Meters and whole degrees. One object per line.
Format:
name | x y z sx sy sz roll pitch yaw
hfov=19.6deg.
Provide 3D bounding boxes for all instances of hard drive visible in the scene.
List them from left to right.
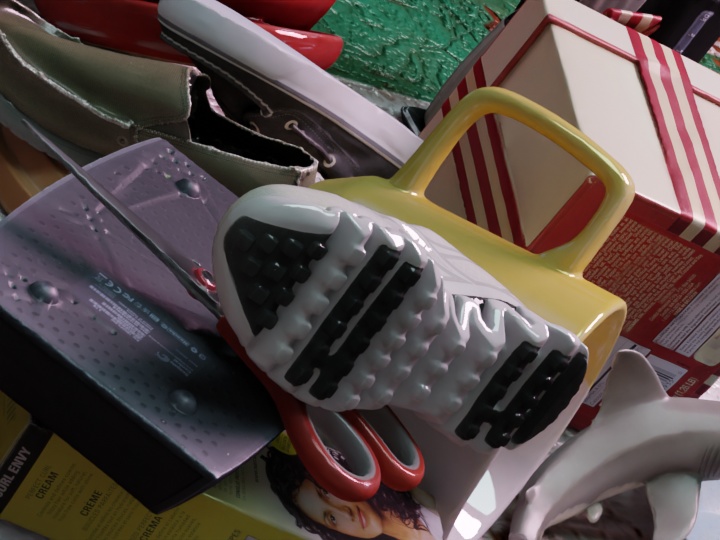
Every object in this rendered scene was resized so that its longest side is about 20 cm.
hard drive | -0.078 0.019 0.826 0.135 0.042 0.200 38 24 2

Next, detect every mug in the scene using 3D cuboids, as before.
mug | 0.032 0.022 0.977 0.153 0.150 0.187 35 66 15

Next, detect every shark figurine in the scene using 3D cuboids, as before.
shark figurine | 0.124 0.089 1.040 0.213 0.090 0.128 -23 35 -34

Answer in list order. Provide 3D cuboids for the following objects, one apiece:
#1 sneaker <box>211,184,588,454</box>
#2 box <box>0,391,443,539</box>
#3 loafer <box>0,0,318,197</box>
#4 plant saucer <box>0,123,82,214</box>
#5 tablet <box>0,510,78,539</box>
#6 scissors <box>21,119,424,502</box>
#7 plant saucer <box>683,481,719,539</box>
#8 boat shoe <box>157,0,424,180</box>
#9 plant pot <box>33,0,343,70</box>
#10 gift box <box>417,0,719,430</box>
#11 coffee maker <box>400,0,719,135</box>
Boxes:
sneaker | 0.005 0.011 0.805 0.200 0.075 0.081 29 18 -49
box | -0.057 0.092 0.837 0.199 0.050 0.075 25 26 -24
loafer | -0.104 -0.079 1.008 0.199 0.070 0.075 32 25 -10
plant saucer | -0.103 -0.041 1.066 0.199 0.032 0.201 29 26 -16
tablet | -0.081 0.095 0.876 0.130 0.014 0.200 37 25 -1
scissors | -0.051 0.013 0.801 0.200 0.014 0.073 47 25 7
plant saucer | 0.229 0.168 1.124 0.200 0.039 0.202 29 26 -16
boat shoe | -0.036 -0.081 1.072 0.199 0.057 0.069 30 5 -44
plant pot | -0.085 -0.206 1.145 0.199 0.184 0.200 12 6 -1
gift box | 0.135 -0.025 1.184 0.199 0.185 0.188 26 35 -30
coffee maker | 0.148 -0.144 1.371 0.135 0.200 0.192 41 25 10
